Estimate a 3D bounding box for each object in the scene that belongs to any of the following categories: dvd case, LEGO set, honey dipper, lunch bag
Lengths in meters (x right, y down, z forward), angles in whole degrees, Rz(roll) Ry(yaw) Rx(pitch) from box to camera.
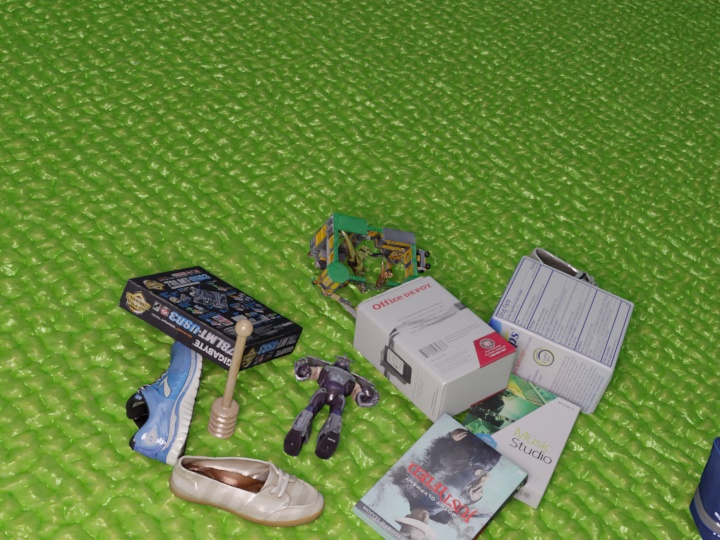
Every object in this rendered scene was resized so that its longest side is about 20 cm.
[{"bbox_3d":[0.107,0.292,1.430,0.146,0.022,0.200,35,55,22],"label":"dvd case"},{"bbox_3d":[0.000,0.000,1.729,0.199,0.116,0.154,3,63,-27],"label":"LEGO set"},{"bbox_3d":[-0.165,0.137,1.404,0.038,0.201,0.038,10,37,-8],"label":"honey dipper"},{"bbox_3d":[0.561,0.330,1.491,0.199,0.133,0.136,15,23,-1],"label":"lunch bag"}]

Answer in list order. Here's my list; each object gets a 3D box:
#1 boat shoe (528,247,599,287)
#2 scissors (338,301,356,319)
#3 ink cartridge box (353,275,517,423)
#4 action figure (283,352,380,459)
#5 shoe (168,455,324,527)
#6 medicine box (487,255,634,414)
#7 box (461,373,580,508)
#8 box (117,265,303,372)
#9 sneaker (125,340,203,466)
[{"bbox_3d":[0.364,0.030,1.832,0.200,0.066,0.072,37,43,25],"label":"boat shoe"},{"bbox_3d":[0.016,0.093,1.671,0.200,0.014,0.073,32,42,16],"label":"scissors"},{"bbox_3d":[0.104,0.111,1.592,0.145,0.084,0.200,-21,45,-32],"label":"ink cartridge box"},{"bbox_3d":[-0.041,0.177,1.510,0.130,0.070,0.200,14,35,6],"label":"action figure"},{"bbox_3d":[-0.140,0.272,1.367,0.199,0.054,0.070,12,39,-6],"label":"shoe"},{"bbox_3d":[0.304,0.097,1.699,0.199,0.103,0.182,24,39,10],"label":"medicine box"},{"bbox_3d":[0.220,0.233,1.558,0.144,0.036,0.200,25,38,12],"label":"box"},{"bbox_3d":[-0.207,0.065,1.540,0.198,0.050,0.200,28,14,16],"label":"box"},{"bbox_3d":[-0.260,0.163,1.438,0.089,0.079,0.200,13,39,-8],"label":"sneaker"}]
